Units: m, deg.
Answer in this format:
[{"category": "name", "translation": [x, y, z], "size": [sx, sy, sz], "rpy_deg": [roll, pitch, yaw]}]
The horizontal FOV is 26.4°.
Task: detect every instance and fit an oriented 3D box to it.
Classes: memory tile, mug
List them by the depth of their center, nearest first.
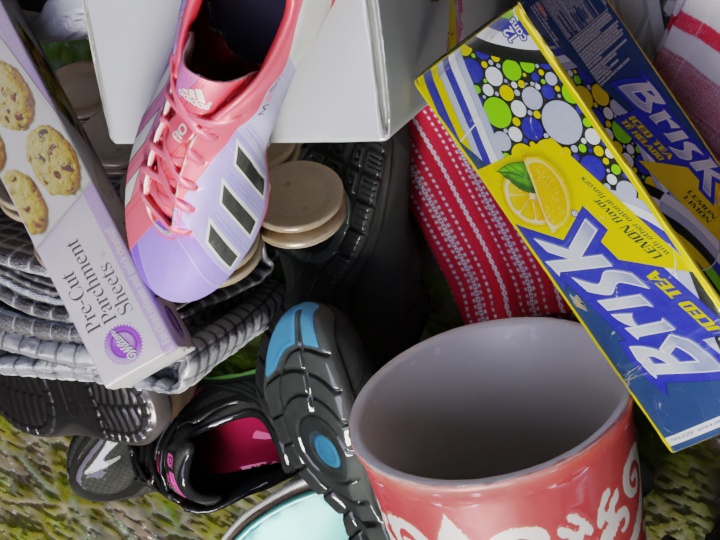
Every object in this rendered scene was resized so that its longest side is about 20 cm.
[{"category": "mug", "translation": [0.097, 0.133, 0.752], "size": [0.133, 0.177, 0.202], "rpy_deg": [16, 130, 46]}, {"category": "memory tile", "translation": [-0.112, -0.054, 0.803], "size": [0.200, 0.152, 0.017], "rpy_deg": [46, 157, 39]}]

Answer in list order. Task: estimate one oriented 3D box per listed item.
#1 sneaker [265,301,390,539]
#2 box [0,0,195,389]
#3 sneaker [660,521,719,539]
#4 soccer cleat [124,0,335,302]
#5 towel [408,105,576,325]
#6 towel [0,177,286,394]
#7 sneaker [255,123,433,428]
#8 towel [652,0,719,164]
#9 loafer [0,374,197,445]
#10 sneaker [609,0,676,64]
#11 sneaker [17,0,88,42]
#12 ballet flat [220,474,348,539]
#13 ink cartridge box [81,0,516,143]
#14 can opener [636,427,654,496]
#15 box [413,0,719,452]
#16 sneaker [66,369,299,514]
[{"category": "sneaker", "translation": [0.014, 0.097, 0.809], "size": [0.073, 0.082, 0.202], "rpy_deg": [12, 130, 53]}, {"category": "box", "translation": [-0.141, -0.043, 0.707], "size": [0.041, 0.039, 0.201], "rpy_deg": [-28, 84, 4]}, {"category": "sneaker", "translation": [0.212, 0.214, 0.826], "size": [0.059, 0.104, 0.202], "rpy_deg": [-15, 104, 27]}, {"category": "soccer cleat", "translation": [-0.061, -0.064, 0.618], "size": [0.066, 0.077, 0.201], "rpy_deg": [31, 122, 7]}, {"category": "towel", "translation": [0.085, -0.037, 0.771], "size": [0.199, 0.022, 0.146], "rpy_deg": [-8, 113, 57]}, {"category": "towel", "translation": [-0.153, -0.001, 0.864], "size": [0.198, 0.165, 0.087], "rpy_deg": [5, 108, 21]}, {"category": "sneaker", "translation": [0.000, 0.000, 0.843], "size": [0.076, 0.090, 0.202], "rpy_deg": [38, 125, 41]}, {"category": "towel", "translation": [0.189, -0.103, 0.615], "size": [0.144, 0.023, 0.201], "rpy_deg": [46, 141, 31]}, {"category": "loafer", "translation": [-0.167, 0.062, 0.946], "size": [0.199, 0.071, 0.074], "rpy_deg": [11, 120, 42]}, {"category": "sneaker", "translation": [0.149, -0.093, 0.754], "size": [0.080, 0.075, 0.202], "rpy_deg": [6, 108, 33]}, {"category": "sneaker", "translation": [-0.154, -0.181, 0.793], "size": [0.075, 0.200, 0.115], "rpy_deg": [-5, 107, -21]}, {"category": "ballet flat", "translation": [0.002, 0.125, 0.890], "size": [0.199, 0.069, 0.070], "rpy_deg": [-36, 95, 16]}, {"category": "ink cartridge box", "translation": [-0.025, -0.155, 0.722], "size": [0.144, 0.200, 0.146], "rpy_deg": [1, 111, 23]}, {"category": "can opener", "translation": [0.081, 0.142, 0.889], "size": [0.199, 0.066, 0.053], "rpy_deg": [-32, 61, 28]}, {"category": "box", "translation": [0.115, -0.026, 0.660], "size": [0.070, 0.064, 0.201], "rpy_deg": [-31, 96, 44]}, {"category": "sneaker", "translation": [-0.107, 0.105, 0.932], "size": [0.198, 0.084, 0.077], "rpy_deg": [-17, 103, 28]}]
